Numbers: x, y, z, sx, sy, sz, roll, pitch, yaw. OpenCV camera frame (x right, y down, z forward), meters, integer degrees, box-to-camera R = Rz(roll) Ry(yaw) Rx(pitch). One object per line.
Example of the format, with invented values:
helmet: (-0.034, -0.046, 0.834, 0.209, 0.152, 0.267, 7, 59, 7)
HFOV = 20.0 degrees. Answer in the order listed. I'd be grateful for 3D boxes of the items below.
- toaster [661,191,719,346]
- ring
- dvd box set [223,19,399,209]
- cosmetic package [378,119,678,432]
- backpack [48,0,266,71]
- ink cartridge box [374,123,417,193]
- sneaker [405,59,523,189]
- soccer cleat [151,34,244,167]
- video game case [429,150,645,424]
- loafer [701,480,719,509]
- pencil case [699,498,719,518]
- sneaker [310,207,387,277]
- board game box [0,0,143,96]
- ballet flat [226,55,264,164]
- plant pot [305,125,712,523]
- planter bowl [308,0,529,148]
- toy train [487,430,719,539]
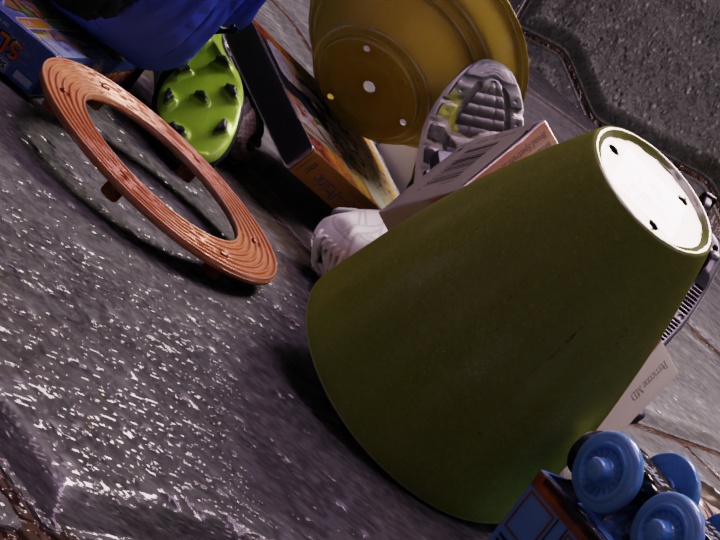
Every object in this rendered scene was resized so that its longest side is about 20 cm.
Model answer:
toaster: (0.191, 0.022, 1.580, 0.114, 0.200, 0.129, 39, -33, 4)
ring: (-0.131, -0.060, 1.302, 0.200, 0.019, 0.200, 42, 12, -11)
dvd box set: (-0.026, -0.099, 1.610, 0.200, 0.029, 0.147, 40, 20, -54)
cosmetic package: (0.113, 0.015, 1.351, 0.087, 0.103, 0.200, -13, -68, 50)
backpack: (-0.125, -0.238, 1.425, 0.163, 0.200, 0.168, 44, 2, 35)
ink cartridge box: (0.096, -0.043, 1.785, 0.146, 0.086, 0.200, 43, 14, 25)
sneaker: (0.062, -0.067, 1.553, 0.074, 0.201, 0.085, 18, 5, -16)
soccer cleat: (-0.123, -0.134, 1.504, 0.067, 0.081, 0.200, -2, 46, -8)
video game case: (0.126, 0.011, 1.467, 0.142, 0.019, 0.201, 7, 59, -23)
loafer: (0.299, 0.204, 1.467, 0.200, 0.068, 0.076, 40, -11, -20)
pencil case: (0.232, 0.190, 1.327, 0.200, 0.078, 0.090, 28, 42, -41)
sneaker: (0.000, 0.000, 1.414, 0.081, 0.075, 0.200, 17, 15, 3)
board game box: (-0.236, -0.176, 1.421, 0.135, 0.034, 0.200, 40, 11, 7)
ballet flat: (-0.101, -0.129, 1.610, 0.046, 0.067, 0.200, 63, 4, -21)
plant pot: (0.102, 0.015, 1.182, 0.187, 0.200, 0.188, 32, 34, -25)
planter bowl: (0.024, -0.161, 1.589, 0.200, 0.201, 0.083, 39, 49, 5)
toy train: (0.160, 0.173, 1.095, 0.087, 0.114, 0.200, 22, 20, -44)
